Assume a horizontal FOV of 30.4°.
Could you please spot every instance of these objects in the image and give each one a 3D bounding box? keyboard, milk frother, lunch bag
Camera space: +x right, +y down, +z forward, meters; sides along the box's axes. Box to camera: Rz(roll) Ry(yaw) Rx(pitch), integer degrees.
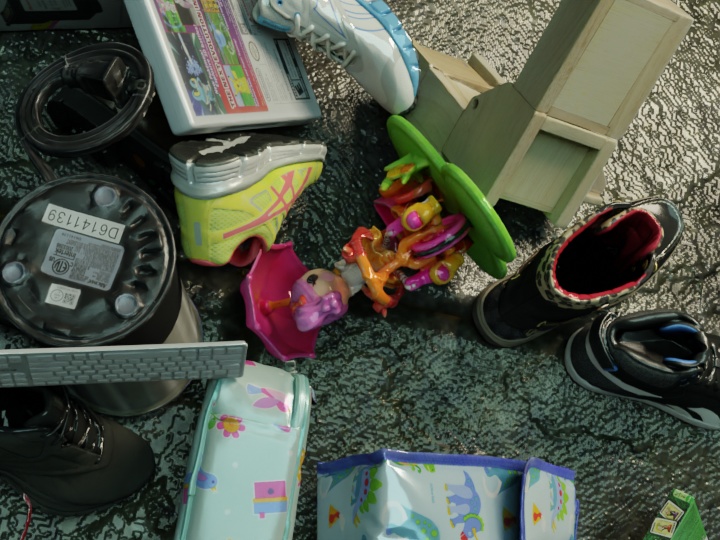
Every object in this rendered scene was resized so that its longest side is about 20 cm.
[{"bbox_3d":[-0.171,0.059,0.822,0.200,0.056,0.011,-2,70,-9],"label":"keyboard"},{"bbox_3d":[-0.177,-0.026,0.928,0.180,0.188,0.200,32,73,9],"label":"milk frother"},{"bbox_3d":[-0.083,0.158,0.924,0.077,0.160,0.200,11,80,-3],"label":"lunch bag"},{"bbox_3d":[0.076,0.222,0.961,0.200,0.127,0.170,10,74,-29],"label":"lunch bag"}]

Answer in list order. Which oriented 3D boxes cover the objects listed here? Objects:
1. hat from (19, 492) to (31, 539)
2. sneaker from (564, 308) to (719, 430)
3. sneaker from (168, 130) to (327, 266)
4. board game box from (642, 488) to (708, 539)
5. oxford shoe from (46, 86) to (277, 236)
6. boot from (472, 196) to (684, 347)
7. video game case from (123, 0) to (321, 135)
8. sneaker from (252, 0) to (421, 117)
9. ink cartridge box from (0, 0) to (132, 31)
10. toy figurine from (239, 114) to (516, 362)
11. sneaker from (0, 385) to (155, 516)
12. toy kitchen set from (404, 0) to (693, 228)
[{"bbox_3d":[-0.280,0.286,0.886,0.200,0.166,0.176,-15,46,15],"label":"hat"},{"bbox_3d":[0.270,0.078,1.035,0.200,0.112,0.073,9,75,-9],"label":"sneaker"},{"bbox_3d":[-0.082,-0.051,0.944,0.078,0.200,0.090,6,102,20],"label":"sneaker"},{"bbox_3d":[0.199,0.268,0.983,0.023,0.105,0.200,22,67,36],"label":"board game box"},{"bbox_3d":[-0.136,-0.095,1.021,0.200,0.073,0.084,39,64,-3],"label":"oxford shoe"},{"bbox_3d":[0.192,-0.012,1.021,0.200,0.151,0.073,-25,83,-17],"label":"boot"},{"bbox_3d":[-0.114,-0.198,0.976,0.023,0.182,0.200,-21,88,29],"label":"video game case"},{"bbox_3d":[-0.033,-0.192,1.007,0.087,0.075,0.200,-35,88,-24],"label":"sneaker"},{"bbox_3d":[-0.239,-0.270,1.036,0.200,0.083,0.146,-4,77,-12],"label":"ink cartridge box"},{"bbox_3d":[0.000,0.000,0.979,0.184,0.200,0.150,-35,107,-4],"label":"toy figurine"},{"bbox_3d":[-0.216,0.114,0.908,0.200,0.091,0.076,21,48,-41],"label":"sneaker"},{"bbox_3d":[0.155,-0.151,1.005,0.163,0.181,0.200,14,28,-32],"label":"toy kitchen set"}]
